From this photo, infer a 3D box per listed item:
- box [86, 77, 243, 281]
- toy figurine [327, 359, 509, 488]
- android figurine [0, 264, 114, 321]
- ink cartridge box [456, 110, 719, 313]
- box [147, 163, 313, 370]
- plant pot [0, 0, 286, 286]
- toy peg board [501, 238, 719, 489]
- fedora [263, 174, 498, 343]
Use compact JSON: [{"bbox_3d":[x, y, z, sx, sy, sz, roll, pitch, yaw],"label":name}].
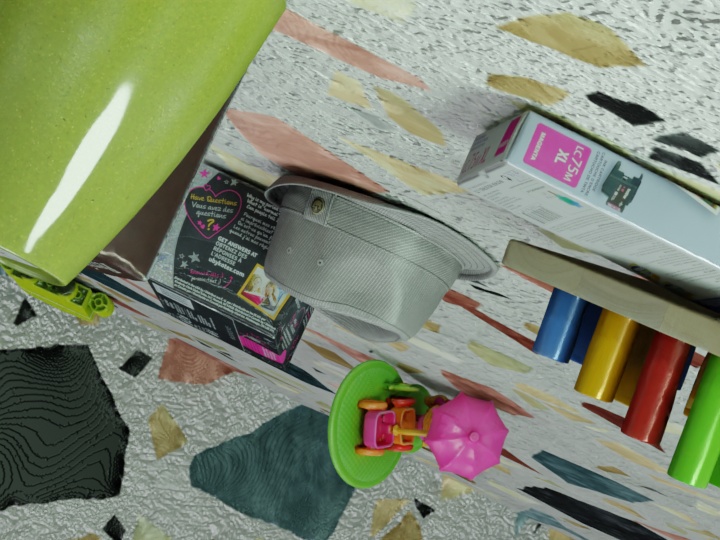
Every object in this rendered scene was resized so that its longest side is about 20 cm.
[{"bbox_3d":[-0.215,-0.114,1.465,0.199,0.165,0.166,29,170,-30],"label":"box"},{"bbox_3d":[0.094,0.186,2.624,0.183,0.152,0.199,6,-176,38],"label":"toy figurine"},{"bbox_3d":[-0.455,0.027,3.425,0.181,0.041,0.200,24,171,7],"label":"android figurine"},{"bbox_3d":[0.162,-0.029,1.339,0.199,0.042,0.119,28,171,-9],"label":"ink cartridge box"},{"bbox_3d":[-0.102,-0.003,1.997,0.131,0.115,0.200,25,170,5],"label":"box"},{"bbox_3d":[-0.167,-0.101,1.287,0.186,0.201,0.187,24,172,4],"label":"plant pot"},{"bbox_3d":[0.205,0.071,1.437,0.198,0.099,0.199,24,-175,41],"label":"toy peg board"},{"bbox_3d":[0.000,0.000,1.798,0.199,0.091,0.177,20,170,29],"label":"fedora"}]
